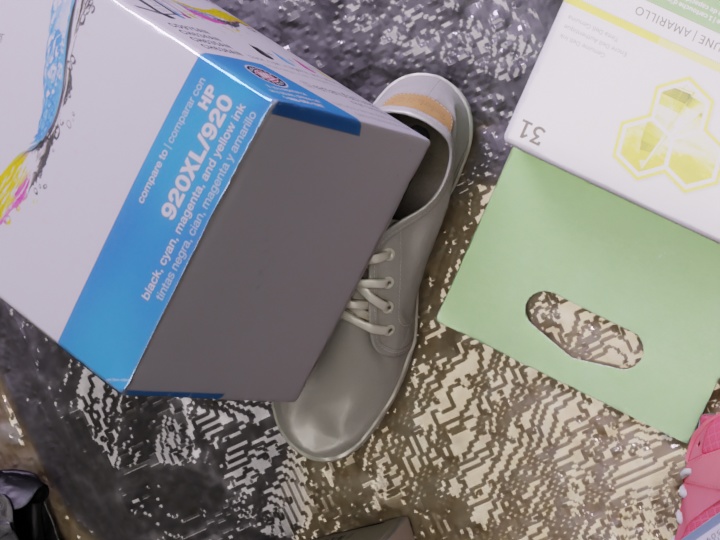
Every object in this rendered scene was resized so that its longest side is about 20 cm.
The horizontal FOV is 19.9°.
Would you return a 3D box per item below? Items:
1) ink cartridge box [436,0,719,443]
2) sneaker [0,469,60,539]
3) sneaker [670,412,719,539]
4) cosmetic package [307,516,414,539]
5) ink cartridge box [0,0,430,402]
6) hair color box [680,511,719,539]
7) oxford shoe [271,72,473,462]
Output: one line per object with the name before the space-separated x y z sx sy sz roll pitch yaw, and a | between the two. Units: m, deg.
ink cartridge box | 0.134 -0.034 0.970 0.145 0.048 0.202 26 99 9
sneaker | -0.207 0.117 1.065 0.103 0.060 0.202 -17 97 16
sneaker | 0.182 0.114 0.974 0.201 0.073 0.087 -53 56 19
cosmetic package | -0.001 0.235 1.019 0.104 0.071 0.202 -14 93 15
ink cartridge box | -0.104 -0.053 0.945 0.199 0.147 0.146 34 103 27
hair color box | 0.212 0.190 0.921 0.099 0.061 0.200 -37 119 15
oxford shoe | 0.000 0.000 1.000 0.075 0.058 0.202 22 103 8
